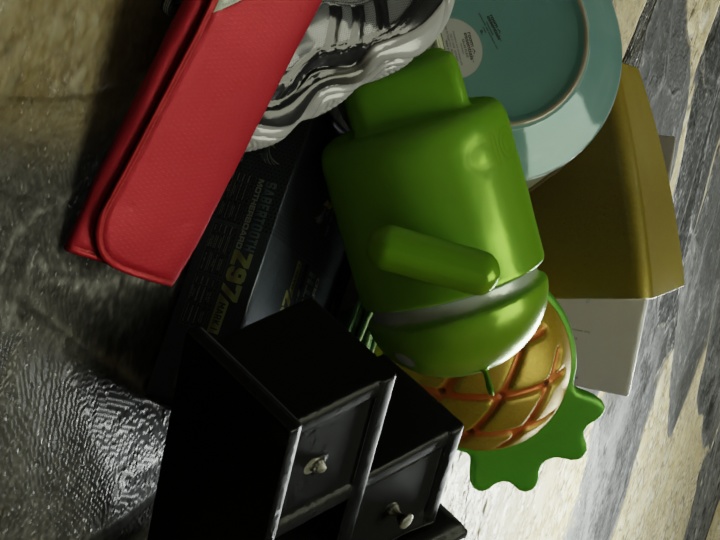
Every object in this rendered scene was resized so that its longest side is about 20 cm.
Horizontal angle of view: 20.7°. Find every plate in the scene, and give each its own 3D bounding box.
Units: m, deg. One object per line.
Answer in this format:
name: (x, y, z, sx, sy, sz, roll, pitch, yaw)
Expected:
plate: (0.083, -0.156, 1.288, 0.201, 0.199, 0.026, -68, -169, -18)

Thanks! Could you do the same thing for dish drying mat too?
dish drying mat: (-0.079, -0.088, 1.017, 0.077, 0.018, 0.201, 19, 102, -44)

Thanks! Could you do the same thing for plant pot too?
plant pot: (0.140, -0.072, 1.524, 0.200, 0.198, 0.178, -11, 101, -73)

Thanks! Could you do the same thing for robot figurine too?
robot figurine: (0.046, -0.027, 1.176, 0.175, 0.115, 0.202, -122, -164, -79)

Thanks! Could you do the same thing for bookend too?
bookend: (-0.014, 0.103, 1.156, 0.199, 0.092, 0.200, -23, 141, -39)

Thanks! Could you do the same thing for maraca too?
maraca: (0.096, 0.078, 1.412, 0.200, 0.137, 0.107, 55, 8, -30)

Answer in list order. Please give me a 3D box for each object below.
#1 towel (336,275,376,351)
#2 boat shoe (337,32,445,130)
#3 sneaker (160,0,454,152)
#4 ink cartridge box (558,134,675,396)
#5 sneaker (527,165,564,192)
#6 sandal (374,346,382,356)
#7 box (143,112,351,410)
towel: (0.000, 0.000, 1.330, 0.153, 0.023, 0.202, 148, -40, -74)
boat shoe: (0.008, -0.166, 1.209, 0.062, 0.074, 0.201, -99, 176, -59)
sneaker: (-0.026, -0.156, 1.084, 0.200, 0.075, 0.114, -37, 135, -26)
ink cartridge box: (0.186, -0.020, 1.721, 0.147, 0.143, 0.202, -59, 160, -70)
sneaker: (0.058, -0.067, 1.406, 0.200, 0.090, 0.067, -39, -168, 2)
sandal: (0.010, 0.095, 1.477, 0.087, 0.079, 0.200, -42, -167, 38)
box: (-0.055, 0.005, 1.226, 0.158, 0.051, 0.202, 40, 67, -69)
